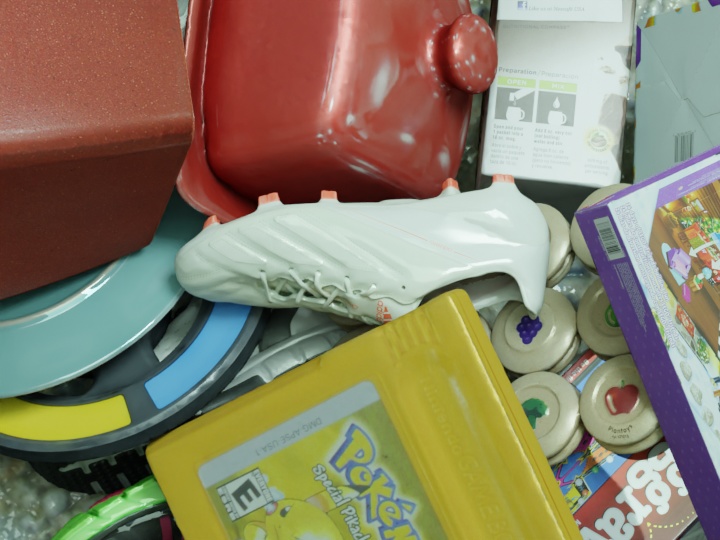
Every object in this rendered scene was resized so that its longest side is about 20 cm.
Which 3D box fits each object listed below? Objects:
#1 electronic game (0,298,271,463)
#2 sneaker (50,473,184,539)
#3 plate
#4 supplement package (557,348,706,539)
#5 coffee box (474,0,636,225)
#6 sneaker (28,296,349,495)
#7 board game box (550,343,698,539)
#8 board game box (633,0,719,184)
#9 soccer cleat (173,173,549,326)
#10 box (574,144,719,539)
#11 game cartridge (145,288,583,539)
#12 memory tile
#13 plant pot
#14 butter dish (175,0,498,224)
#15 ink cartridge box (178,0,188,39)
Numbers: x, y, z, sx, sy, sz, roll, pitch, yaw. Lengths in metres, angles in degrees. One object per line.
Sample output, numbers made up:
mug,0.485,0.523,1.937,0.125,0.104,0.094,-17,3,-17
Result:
electronic game,-0.142,0.023,1.605,0.199,0.042,0.200,-11,46,12
sneaker,-0.098,0.150,1.598,0.199,0.077,0.084,-26,89,3
plate,-0.180,-0.011,1.606,0.199,0.026,0.201,-12,43,12
supplement package,0.205,0.071,1.596,0.200,0.117,0.118,-28,78,-6
coffee box,0.112,-0.131,1.647,0.079,0.113,0.201,6,77,1
sneaker,-0.096,0.059,1.632,0.199,0.074,0.080,-22,62,-9
board game box,0.109,0.124,1.522,0.200,0.019,0.103,-46,78,3
board game box,0.260,-0.085,1.597,0.199,0.105,0.103,5,83,-26
soccer cleat,0.000,0.000,1.528,0.199,0.069,0.078,-7,67,7
box,0.206,0.036,1.478,0.137,0.039,0.201,-24,94,-25
game cartridge,0.005,0.129,1.508,0.200,0.032,0.177,-28,85,26
memory tile,0.069,0.037,1.541,0.199,0.017,0.154,-13,60,24
plant pot,-0.189,-0.095,1.510,0.176,0.200,0.201,-1,64,-17
butter dish,0.005,-0.112,1.585,0.147,0.199,0.201,-3,74,30
ink cartridge box,-0.122,-0.197,1.677,0.144,0.084,0.200,38,79,8
